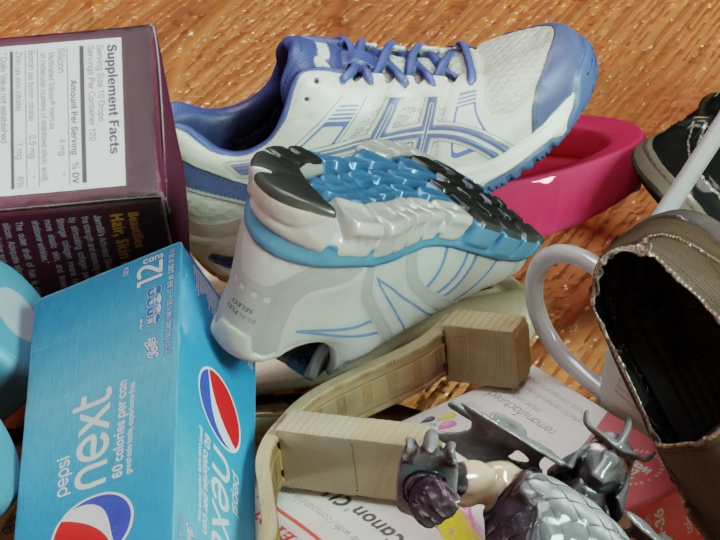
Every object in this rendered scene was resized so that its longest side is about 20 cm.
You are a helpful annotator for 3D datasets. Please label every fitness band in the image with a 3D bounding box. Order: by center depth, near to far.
[{"bbox_3d":[0.046,-0.041,1.342,0.143,0.038,0.200,-19,15,-35],"label":"fitness band"}]

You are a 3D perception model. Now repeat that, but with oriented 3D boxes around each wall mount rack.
[{"bbox_3d":[0.158,0.024,1.058,0.074,0.174,0.200,-32,58,-33],"label":"wall mount rack"}]

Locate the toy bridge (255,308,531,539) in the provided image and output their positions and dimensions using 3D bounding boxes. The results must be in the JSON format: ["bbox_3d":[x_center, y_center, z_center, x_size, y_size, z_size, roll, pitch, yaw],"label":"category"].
[{"bbox_3d":[-0.002,0.070,1.053,0.067,0.027,0.200,6,29,24],"label":"toy bridge"}]

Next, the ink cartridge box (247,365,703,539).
[{"bbox_3d":[0.020,0.117,1.062,0.199,0.068,0.116,-23,31,-26],"label":"ink cartridge box"}]

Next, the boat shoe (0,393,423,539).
[{"bbox_3d":[-0.068,0.088,1.161,0.199,0.063,0.073,-6,2,-3],"label":"boat shoe"}]

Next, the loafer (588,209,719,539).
[{"bbox_3d":[0.134,0.068,0.992,0.071,0.073,0.200,2,50,-57],"label":"loafer"}]

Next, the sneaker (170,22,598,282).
[{"bbox_3d":[0.005,-0.069,1.240,0.199,0.088,0.075,-25,28,2],"label":"sneaker"}]

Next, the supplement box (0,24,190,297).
[{"bbox_3d":[-0.173,-0.029,1.158,0.199,0.111,0.086,-5,61,0],"label":"supplement box"}]

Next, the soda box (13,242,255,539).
[{"bbox_3d":[-0.081,0.086,1.028,0.068,0.064,0.201,-21,39,16],"label":"soda box"}]

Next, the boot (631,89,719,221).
[{"bbox_3d":[0.205,-0.074,1.271,0.150,0.073,0.200,-39,-3,17],"label":"boot"}]

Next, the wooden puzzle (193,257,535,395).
[{"bbox_3d":[-0.025,0.023,1.249,0.184,0.037,0.200,-9,12,-4],"label":"wooden puzzle"}]

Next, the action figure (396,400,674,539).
[{"bbox_3d":[0.051,0.122,0.963,0.130,0.069,0.200,31,57,6],"label":"action figure"}]

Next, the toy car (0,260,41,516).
[{"bbox_3d":[-0.249,0.038,1.065,0.184,0.200,0.177,-34,20,21],"label":"toy car"}]

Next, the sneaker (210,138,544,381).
[{"bbox_3d":[0.000,0.000,1.125,0.075,0.087,0.200,35,18,26],"label":"sneaker"}]
